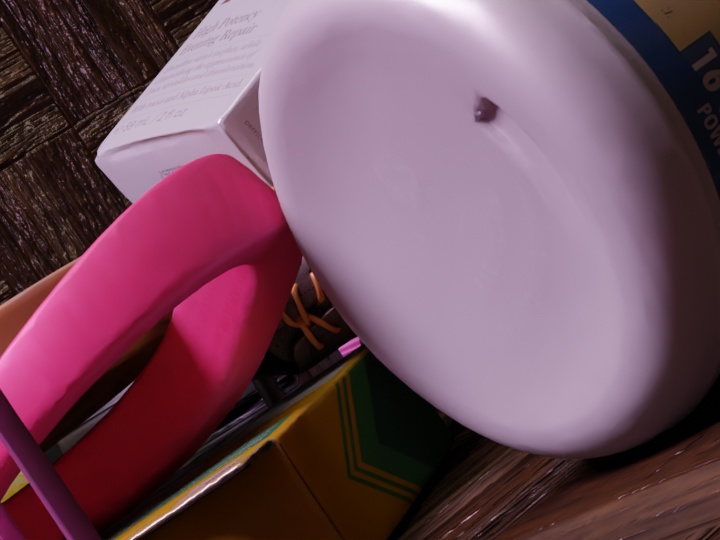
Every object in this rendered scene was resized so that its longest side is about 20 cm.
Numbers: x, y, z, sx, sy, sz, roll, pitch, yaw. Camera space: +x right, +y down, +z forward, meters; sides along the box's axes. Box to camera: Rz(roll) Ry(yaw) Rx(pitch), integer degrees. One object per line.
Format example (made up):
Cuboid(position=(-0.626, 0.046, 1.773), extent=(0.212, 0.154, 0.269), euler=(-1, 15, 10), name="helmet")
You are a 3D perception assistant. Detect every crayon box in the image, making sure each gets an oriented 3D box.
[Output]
Cuboid(position=(-0.048, 0.091, 0.776), extent=(0.126, 0.052, 0.200), euler=(-34, 0, 15), name="crayon box")

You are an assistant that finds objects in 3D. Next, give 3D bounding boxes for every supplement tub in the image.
Cuboid(position=(0.088, -0.058, 0.637), extent=(0.200, 0.145, 0.145), euler=(-36, 1, -32), name="supplement tub")

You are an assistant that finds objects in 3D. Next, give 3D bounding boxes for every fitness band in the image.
Cuboid(position=(-0.079, 0.042, 0.684), extent=(0.144, 0.037, 0.200), euler=(-39, -12, -26), name="fitness band")

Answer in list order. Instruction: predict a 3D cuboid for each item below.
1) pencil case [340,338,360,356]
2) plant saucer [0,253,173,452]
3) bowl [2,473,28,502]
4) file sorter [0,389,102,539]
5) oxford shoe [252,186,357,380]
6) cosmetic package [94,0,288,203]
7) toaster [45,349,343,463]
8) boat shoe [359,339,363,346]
Cuboid(position=(0.019, 0.016, 1.174), extent=(0.200, 0.091, 0.094), euler=(-32, -3, 35), name="pencil case")
Cuboid(position=(-0.130, 0.054, 0.787), extent=(0.200, 0.032, 0.200), euler=(-37, -4, -3), name="plant saucer")
Cuboid(position=(-0.160, 0.123, 1.343), extent=(0.200, 0.108, 0.200), euler=(-35, 2, 1), name="bowl")
Cuboid(position=(-0.127, 0.108, 0.423), extent=(0.200, 0.126, 0.139), euler=(-35, 1, -15), name="file sorter")
Cuboid(position=(0.000, 0.000, 0.833), extent=(0.200, 0.071, 0.073), euler=(-26, 27, 42), name="oxford shoe")
Cuboid(position=(-0.006, -0.098, 0.957), extent=(0.102, 0.074, 0.200), euler=(-8, 42, 54), name="cosmetic package")
Cuboid(position=(-0.070, 0.067, 0.995), extent=(0.129, 0.114, 0.200), euler=(-31, 0, -8), name="toaster")
Cuboid(position=(0.060, -0.045, 0.934), extent=(0.069, 0.071, 0.200), euler=(19, -85, -52), name="boat shoe")
